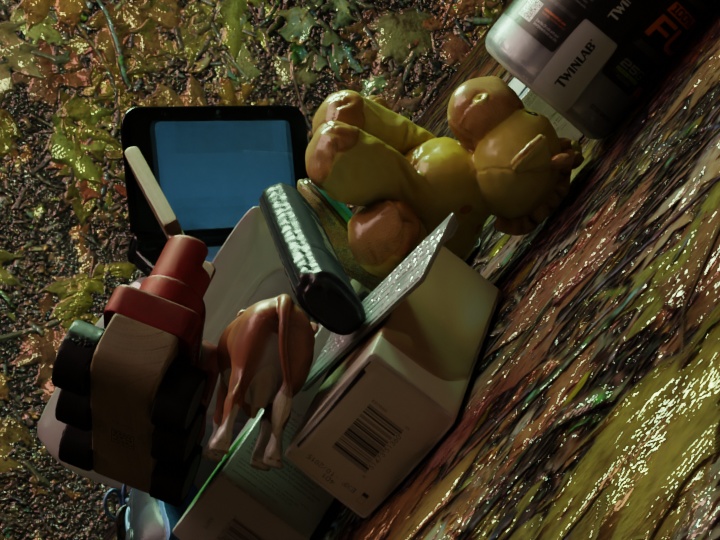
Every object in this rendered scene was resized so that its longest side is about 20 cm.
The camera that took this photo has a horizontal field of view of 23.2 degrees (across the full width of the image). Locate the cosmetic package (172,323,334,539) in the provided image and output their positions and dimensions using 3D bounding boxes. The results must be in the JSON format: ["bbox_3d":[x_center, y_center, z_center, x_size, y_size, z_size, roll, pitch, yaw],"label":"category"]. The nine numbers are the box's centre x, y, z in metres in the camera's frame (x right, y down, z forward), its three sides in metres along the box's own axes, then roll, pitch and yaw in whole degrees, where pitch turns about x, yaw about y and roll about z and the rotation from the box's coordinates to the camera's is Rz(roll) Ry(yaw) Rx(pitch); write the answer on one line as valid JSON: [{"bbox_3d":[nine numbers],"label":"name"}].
[{"bbox_3d":[-0.045,0.130,1.320,0.108,0.085,0.201,-51,4,47],"label":"cosmetic package"}]

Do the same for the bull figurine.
[{"bbox_3d":[-0.068,0.071,1.189,0.200,0.064,0.123,107,175,-80],"label":"bull figurine"}]

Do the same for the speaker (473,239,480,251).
[{"bbox_3d":[0.017,0.020,1.572,0.200,0.081,0.081,-50,5,19],"label":"speaker"}]

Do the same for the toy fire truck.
[{"bbox_3d":[-0.145,0.033,1.231,0.177,0.127,0.201,101,-169,-58],"label":"toy fire truck"}]

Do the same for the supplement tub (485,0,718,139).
[{"bbox_3d":[0.198,-0.210,1.323,0.200,0.122,0.123,-51,5,10],"label":"supplement tub"}]

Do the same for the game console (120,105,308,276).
[{"bbox_3d":[-0.090,-0.050,1.480,0.199,0.176,0.117,-6,-57,-40],"label":"game console"}]

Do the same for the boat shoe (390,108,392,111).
[{"bbox_3d":[0.049,-0.081,1.606,0.062,0.200,0.075,-36,43,7],"label":"boat shoe"}]

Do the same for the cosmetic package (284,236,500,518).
[{"bbox_3d":[0.026,0.067,1.187,0.105,0.071,0.200,-50,5,24],"label":"cosmetic package"}]

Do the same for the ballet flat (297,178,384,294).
[{"bbox_3d":[0.000,0.000,1.368,0.070,0.200,0.071,-19,54,28],"label":"ballet flat"}]

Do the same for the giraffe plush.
[{"bbox_3d":[0.077,-0.074,1.311,0.161,0.201,0.173,-30,21,21],"label":"giraffe plush"}]

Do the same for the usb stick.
[{"bbox_3d":[-0.035,-0.011,1.203,0.033,0.055,0.200,-47,22,8],"label":"usb stick"}]

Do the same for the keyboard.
[{"bbox_3d":[0.009,0.025,1.152,0.056,0.011,0.200,-56,5,-33],"label":"keyboard"}]

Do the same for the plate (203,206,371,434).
[{"bbox_3d":[-0.072,0.056,1.417,0.199,0.032,0.200,20,-69,-51],"label":"plate"}]

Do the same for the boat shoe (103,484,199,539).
[{"bbox_3d":[-0.169,0.195,1.385,0.069,0.084,0.200,-41,8,4],"label":"boat shoe"}]

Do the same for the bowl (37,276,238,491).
[{"bbox_3d":[-0.153,0.117,1.506,0.201,0.199,0.075,-55,41,15],"label":"bowl"}]

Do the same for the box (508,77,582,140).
[{"bbox_3d":[0.173,-0.158,1.543,0.117,0.060,0.200,-51,5,8],"label":"box"}]
